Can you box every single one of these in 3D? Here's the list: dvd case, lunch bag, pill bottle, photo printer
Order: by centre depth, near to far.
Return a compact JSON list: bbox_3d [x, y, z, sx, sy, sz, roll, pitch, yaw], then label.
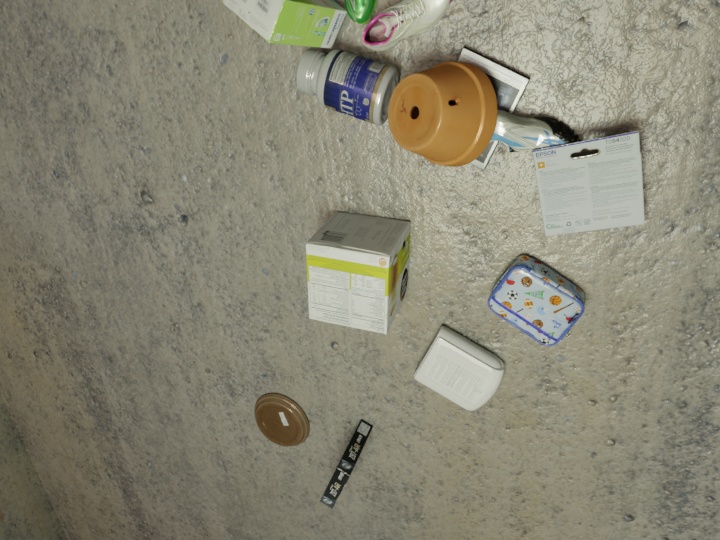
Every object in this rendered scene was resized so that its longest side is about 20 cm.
[{"bbox_3d":[0.236,-0.331,1.133,0.148,0.025,0.203,28,121,8],"label":"dvd case"},{"bbox_3d":[-0.028,-0.393,1.155,0.196,0.120,0.122,21,121,12],"label":"pill bottle"},{"bbox_3d":[0.397,0.075,1.239,0.198,0.076,0.162,34,125,5],"label":"lunch bag"},{"bbox_3d":[0.253,0.254,1.388,0.197,0.070,0.168,29,122,6],"label":"photo printer"}]

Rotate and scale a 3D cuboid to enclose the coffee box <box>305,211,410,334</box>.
[{"bbox_3d":[0.000,0.000,1.290,0.196,0.200,0.202,9,119,17],"label":"coffee box"}]

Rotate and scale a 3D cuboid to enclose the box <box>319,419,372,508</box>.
[{"bbox_3d":[-0.038,0.554,1.579,0.043,0.200,0.162,27,123,7],"label":"box"}]

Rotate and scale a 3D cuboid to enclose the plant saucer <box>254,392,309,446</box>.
[{"bbox_3d":[-0.254,0.479,1.734,0.196,0.030,0.204,9,117,18],"label":"plant saucer"}]

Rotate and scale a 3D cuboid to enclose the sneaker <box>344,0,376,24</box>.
[{"bbox_3d":[-0.002,-0.591,1.067,0.073,0.084,0.204,16,120,14],"label":"sneaker"}]

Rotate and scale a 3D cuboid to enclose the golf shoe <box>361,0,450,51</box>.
[{"bbox_3d":[0.087,-0.492,1.077,0.197,0.092,0.076,-23,104,28],"label":"golf shoe"}]

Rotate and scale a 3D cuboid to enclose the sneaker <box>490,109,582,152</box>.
[{"bbox_3d":[0.340,-0.265,1.089,0.195,0.073,0.073,13,135,0],"label":"sneaker"}]

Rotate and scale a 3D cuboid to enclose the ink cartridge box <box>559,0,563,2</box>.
[{"bbox_3d":[0.350,-0.576,0.895,0.144,0.084,0.201,-36,104,9],"label":"ink cartridge box"}]

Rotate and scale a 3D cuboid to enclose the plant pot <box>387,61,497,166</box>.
[{"bbox_3d":[0.147,-0.304,1.069,0.198,0.138,0.205,13,109,44],"label":"plant pot"}]

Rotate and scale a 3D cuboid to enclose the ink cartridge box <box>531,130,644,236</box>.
[{"bbox_3d":[0.455,-0.173,1.094,0.192,0.044,0.203,-5,122,25],"label":"ink cartridge box"}]

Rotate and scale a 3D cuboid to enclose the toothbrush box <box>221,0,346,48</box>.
[{"bbox_3d":[-0.146,-0.518,1.076,0.145,0.199,0.087,44,124,16],"label":"toothbrush box"}]
